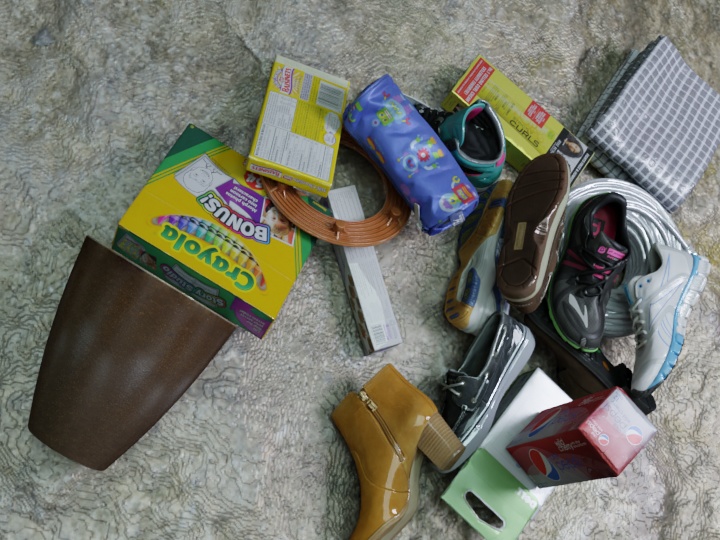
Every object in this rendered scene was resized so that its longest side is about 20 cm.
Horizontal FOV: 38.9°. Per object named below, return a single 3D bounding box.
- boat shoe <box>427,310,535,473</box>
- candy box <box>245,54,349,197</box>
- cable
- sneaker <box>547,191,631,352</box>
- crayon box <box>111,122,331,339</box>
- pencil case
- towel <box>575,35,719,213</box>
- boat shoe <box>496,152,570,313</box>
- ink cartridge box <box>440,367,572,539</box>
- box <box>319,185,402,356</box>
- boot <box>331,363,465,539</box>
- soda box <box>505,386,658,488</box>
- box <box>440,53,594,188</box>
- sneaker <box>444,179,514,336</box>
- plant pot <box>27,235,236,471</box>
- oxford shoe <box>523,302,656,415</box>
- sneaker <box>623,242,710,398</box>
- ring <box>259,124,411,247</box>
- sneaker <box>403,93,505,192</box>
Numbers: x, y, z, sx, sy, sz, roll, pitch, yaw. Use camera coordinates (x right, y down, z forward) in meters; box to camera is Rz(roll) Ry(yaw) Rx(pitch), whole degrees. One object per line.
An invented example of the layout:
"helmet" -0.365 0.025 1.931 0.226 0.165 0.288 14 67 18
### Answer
"boat shoe" 0.126 0.137 1.196 0.071 0.072 0.202 38 75 -23
"candy box" -0.072 -0.176 1.216 0.100 0.027 0.202 17 46 -9
"cable" 0.319 -0.016 1.300 0.198 0.069 0.202 -29 87 -17
"sneaker" 0.273 -0.005 1.201 0.075 0.084 0.204 14 71 -8
"crayon box" -0.155 -0.047 1.161 0.198 0.058 0.174 31 51 -6
"pencil case" 0.057 -0.131 1.206 0.086 0.078 0.201 -34 84 -24
"towel" 0.399 -0.195 1.362 0.165 0.086 0.201 38 69 -4
"boat shoe" 0.210 -0.043 1.227 0.074 0.075 0.205 7 61 31
"ink cartridge box" 0.182 0.226 1.208 0.104 0.059 0.200 42 70 -1
"box" 0.000 0.000 1.228 0.041 0.039 0.204 -14 80 -20
"boot" 0.012 0.220 1.165 0.144 0.071 0.202 42 92 22
"soda box" 0.231 0.183 1.092 0.070 0.200 0.064 -40 87 -21
"box" 0.204 -0.185 1.325 0.199 0.050 0.076 40 71 -2
"sneaker" 0.169 -0.011 1.269 0.087 0.075 0.203 26 74 -23
"plant pot" -0.258 0.099 1.074 0.185 0.187 0.202 30 84 -5
"oxford shoe" 0.262 0.123 1.241 0.200 0.084 0.073 45 27 -3
"sneaker" 0.348 0.056 1.227 0.085 0.075 0.202 26 66 -1
"ring" -0.026 -0.113 1.218 0.197 0.019 0.203 14 48 -15
"sneaker" 0.100 -0.177 1.257 0.198 0.121 0.085 30 70 -5
